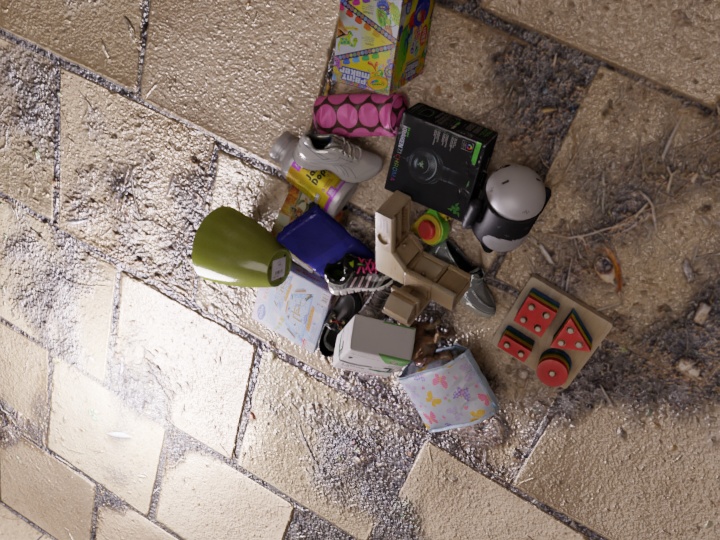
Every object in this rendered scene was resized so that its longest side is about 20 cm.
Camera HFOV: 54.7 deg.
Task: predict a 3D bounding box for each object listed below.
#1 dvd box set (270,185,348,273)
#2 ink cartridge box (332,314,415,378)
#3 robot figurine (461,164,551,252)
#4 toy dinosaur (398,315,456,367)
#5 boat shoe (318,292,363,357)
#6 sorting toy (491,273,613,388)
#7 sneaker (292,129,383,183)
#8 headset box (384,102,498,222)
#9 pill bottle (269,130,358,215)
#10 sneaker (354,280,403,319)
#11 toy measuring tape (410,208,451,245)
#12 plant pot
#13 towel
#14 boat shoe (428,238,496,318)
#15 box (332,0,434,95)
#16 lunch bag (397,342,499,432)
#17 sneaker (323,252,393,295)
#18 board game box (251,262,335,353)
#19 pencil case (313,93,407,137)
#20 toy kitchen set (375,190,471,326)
[{"bbox_3d":[-0.130,-0.111,1.673,0.145,0.029,0.201,36,124,6],"label":"dvd box set"},{"bbox_3d":[0.027,0.178,1.598,0.143,0.086,0.200,13,158,-9],"label":"ink cartridge box"},{"bbox_3d":[0.289,-0.121,1.383,0.124,0.151,0.201,33,149,11],"label":"robot figurine"},{"bbox_3d":[0.141,0.172,1.598,0.134,0.201,0.086,-27,114,23],"label":"toy dinosaur"},{"bbox_3d":[-0.049,0.133,1.737,0.073,0.063,0.204,31,123,12],"label":"boat shoe"},{"bbox_3d":[0.406,0.147,1.509,0.197,0.070,0.202,31,124,9],"label":"sorting toy"},{"bbox_3d":[-0.043,-0.244,1.478,0.196,0.076,0.087,8,154,-14],"label":"sneaker"},{"bbox_3d":[0.169,-0.220,1.426,0.197,0.093,0.177,25,124,16],"label":"headset box"},{"bbox_3d":[-0.107,-0.222,1.559,0.199,0.104,0.105,38,125,4],"label":"pill bottle"},{"bbox_3d":[0.043,0.075,1.626,0.074,0.116,0.202,32,125,8],"label":"sneaker"},{"bbox_3d":[0.139,-0.072,1.536,0.074,0.074,0.200,45,132,-1],"label":"toy measuring tape"},{"bbox_3d":[-0.266,-0.036,1.663,0.197,0.186,0.191,19,123,28],"label":"plant pot"},{"bbox_3d":[-0.080,-0.061,1.619,0.147,0.050,0.199,-31,127,30],"label":"towel"},{"bbox_3d":[0.235,0.016,1.528,0.201,0.070,0.072,47,131,2],"label":"boat shoe"},{"bbox_3d":[0.048,-0.458,1.305,0.120,0.200,0.196,18,122,16],"label":"box"},{"bbox_3d":[0.217,0.272,1.635,0.198,0.127,0.171,-24,103,45],"label":"lunch bag"},{"bbox_3d":[0.000,0.000,1.584,0.196,0.075,0.088,-13,144,24],"label":"sneaker"},{"bbox_3d":[-0.171,0.083,1.784,0.197,0.041,0.203,28,124,12],"label":"board game box"},{"bbox_3d":[0.000,-0.323,1.468,0.196,0.090,0.096,3,81,27],"label":"pencil case"},{"bbox_3d":[0.108,-0.013,1.428,0.198,0.163,0.182,28,145,24],"label":"toy kitchen set"}]
